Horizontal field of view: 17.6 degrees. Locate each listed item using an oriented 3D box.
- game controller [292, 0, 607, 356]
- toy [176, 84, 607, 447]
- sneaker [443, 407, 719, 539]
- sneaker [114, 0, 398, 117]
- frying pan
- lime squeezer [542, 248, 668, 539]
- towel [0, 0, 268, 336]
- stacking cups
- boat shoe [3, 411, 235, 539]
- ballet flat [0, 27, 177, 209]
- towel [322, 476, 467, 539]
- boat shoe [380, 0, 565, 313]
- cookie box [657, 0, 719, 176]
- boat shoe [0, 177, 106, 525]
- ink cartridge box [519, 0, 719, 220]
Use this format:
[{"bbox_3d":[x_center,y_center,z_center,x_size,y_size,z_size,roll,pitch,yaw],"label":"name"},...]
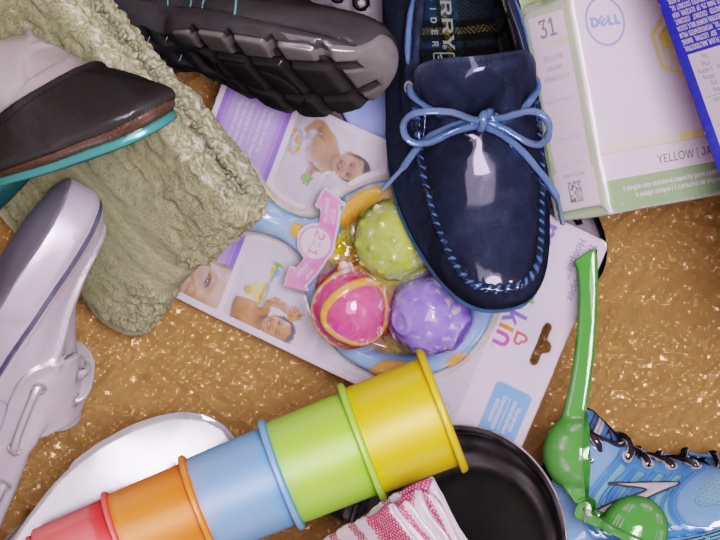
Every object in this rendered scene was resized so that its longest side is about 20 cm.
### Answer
[{"bbox_3d":[0.035,-0.061,1.118,0.104,0.042,0.201,-29,91,10],"label":"game controller"},{"bbox_3d":[0.000,0.000,1.088,0.199,0.047,0.116,26,107,13],"label":"toy"},{"bbox_3d":[0.131,0.104,1.108,0.199,0.078,0.090,-16,87,-2],"label":"sneaker"},{"bbox_3d":[-0.065,-0.126,1.073,0.199,0.075,0.080,13,70,32],"label":"sneaker"},{"bbox_3d":[0.013,0.132,1.096,0.189,0.031,0.116,-5,81,28],"label":"frying pan"},{"bbox_3d":[0.128,0.095,1.062,0.070,0.038,0.201,-30,83,-6],"label":"lime squeezer"},{"bbox_3d":[-0.137,-0.072,1.079,0.200,0.148,0.036,49,48,0],"label":"towel"},{"bbox_3d":[-0.053,0.098,1.054,0.199,0.061,0.061,-21,90,2],"label":"stacking cups"},{"bbox_3d":[-0.139,0.139,1.104,0.200,0.064,0.071,-41,92,-2],"label":"boat shoe"},{"bbox_3d":[-0.160,-0.062,1.032,0.068,0.200,0.069,-32,97,-44],"label":"ballet flat"},{"bbox_3d":[0.014,0.186,1.068,0.147,0.200,0.030,53,48,-1],"label":"towel"},{"bbox_3d":[0.041,-0.081,1.048,0.084,0.069,0.201,-12,73,-13],"label":"boat shoe"},{"bbox_3d":[0.229,-0.094,1.029,0.171,0.075,0.201,-25,97,-35],"label":"cookie box"},{"bbox_3d":[-0.157,0.049,1.091,0.065,0.074,0.201,24,116,-16],"label":"boat shoe"},{"bbox_3d":[0.140,-0.132,1.093,0.145,0.048,0.201,-11,92,-33],"label":"ink cartridge box"}]
